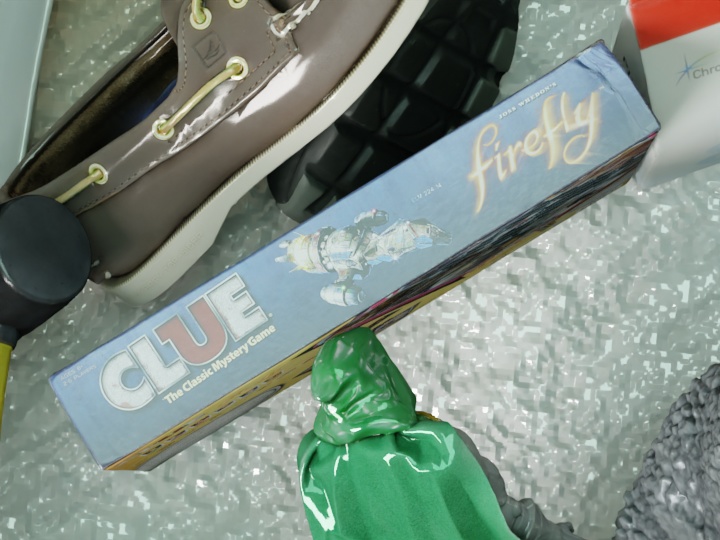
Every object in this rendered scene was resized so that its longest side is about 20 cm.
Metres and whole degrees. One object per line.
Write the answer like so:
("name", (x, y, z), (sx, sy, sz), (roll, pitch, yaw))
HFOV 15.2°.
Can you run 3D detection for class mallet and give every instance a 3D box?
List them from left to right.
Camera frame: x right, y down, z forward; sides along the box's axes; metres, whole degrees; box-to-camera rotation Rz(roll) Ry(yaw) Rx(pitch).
("mallet", (-0.116, 0.070, 0.847), (0.041, 0.066, 0.201), (18, 54, -31))

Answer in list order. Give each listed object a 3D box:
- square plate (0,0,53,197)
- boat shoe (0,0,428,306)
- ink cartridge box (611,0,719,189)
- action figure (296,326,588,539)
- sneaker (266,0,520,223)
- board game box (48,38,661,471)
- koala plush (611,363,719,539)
("square plate", (-0.207, -0.069, 0.940), (0.197, 0.028, 0.201), (9, 86, 1))
("boat shoe", (-0.043, -0.070, 0.876), (0.059, 0.072, 0.200), (30, 124, -24))
("ink cartridge box", (0.163, -0.083, 0.847), (0.159, 0.200, 0.048), (-18, 85, 0))
("action figure", (0.033, 0.101, 0.855), (0.118, 0.055, 0.201), (-6, 125, 33))
("sneaker", (0.021, -0.109, 0.928), (0.079, 0.075, 0.201), (33, 94, 32))
("board game box", (0.000, 0.000, 0.878), (0.199, 0.135, 0.035), (-31, 85, -2))
("koala plush", (0.199, 0.068, 0.852), (0.200, 0.185, 0.177), (-34, 44, -26))
